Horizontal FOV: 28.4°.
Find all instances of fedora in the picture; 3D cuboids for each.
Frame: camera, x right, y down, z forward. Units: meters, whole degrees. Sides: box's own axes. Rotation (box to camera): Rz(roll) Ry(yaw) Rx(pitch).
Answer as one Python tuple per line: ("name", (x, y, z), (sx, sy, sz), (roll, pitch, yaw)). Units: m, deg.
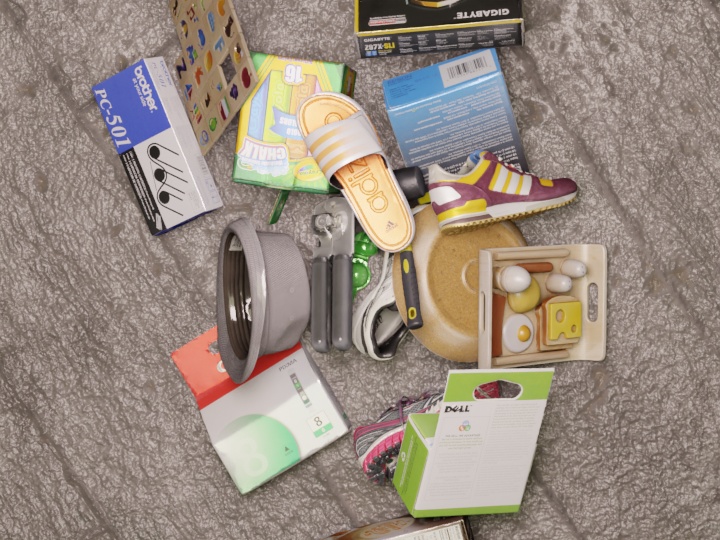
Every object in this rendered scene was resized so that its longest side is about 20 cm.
("fedora", (-0.115, 0.032, 1.731), (0.089, 0.177, 0.202), (-4, 104, -21))

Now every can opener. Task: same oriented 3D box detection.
("can opener", (-0.028, 0.007, 1.725), (0.053, 0.067, 0.202), (-7, 67, 16))

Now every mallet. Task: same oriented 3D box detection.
("mallet", (0.061, -0.030, 1.663), (0.065, 0.041, 0.202), (-21, 64, 14))

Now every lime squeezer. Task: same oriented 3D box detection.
("lime squeezer", (0.000, 0.000, 1.759), (0.037, 0.071, 0.201), (7, 125, -13))

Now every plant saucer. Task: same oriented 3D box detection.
("plant saucer", (0.134, 0.008, 1.711), (0.198, 0.035, 0.203), (3, 83, -24))

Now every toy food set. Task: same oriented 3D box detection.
("toy food set", (0.219, 0.044, 1.696), (0.198, 0.060, 0.145), (-3, 94, -36))

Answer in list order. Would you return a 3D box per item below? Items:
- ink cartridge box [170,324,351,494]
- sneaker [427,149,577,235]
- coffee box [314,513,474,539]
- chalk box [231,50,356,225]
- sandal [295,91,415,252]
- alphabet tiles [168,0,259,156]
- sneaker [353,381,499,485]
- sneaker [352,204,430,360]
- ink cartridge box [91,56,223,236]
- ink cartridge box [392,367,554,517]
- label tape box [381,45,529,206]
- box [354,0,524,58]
("ink cartridge box", (-0.128, 0.154, 1.786), (0.160, 0.050, 0.201), (-31, 92, 6))
("sneaker", (0.172, -0.104, 1.688), (0.198, 0.075, 0.091), (-13, 86, -31))
("coffee box", (0.042, 0.355, 1.749), (0.198, 0.114, 0.081), (-15, 92, 5))
("chalk box", (-0.082, -0.155, 1.725), (0.122, 0.125, 0.202), (7, 95, 5))
("sandal", (-0.001, -0.116, 1.627), (0.079, 0.059, 0.208), (-33, 88, 6))
("alphabet tiles", (-0.186, -0.267, 1.718), (0.007, 0.167, 0.202), (-6, 67, -33))
("sneaker", (0.080, 0.180, 1.758), (0.199, 0.075, 0.081), (-28, 132, -4))
("sneaker", (0.059, 0.020, 1.732), (0.075, 0.088, 0.202), (21, 99, -20))
("ink cartridge box", (-0.252, -0.153, 1.765), (0.093, 0.044, 0.202), (-21, 91, 30))
("ink cartridge box", (0.134, 0.188, 1.691), (0.146, 0.076, 0.202), (1, 116, -23))
("label tape box", (0.121, -0.157, 1.723), (0.143, 0.064, 0.201), (-17, 132, 5))
("box", (0.093, -0.334, 1.694), (0.198, 0.050, 0.161), (-3, 55, 6))
